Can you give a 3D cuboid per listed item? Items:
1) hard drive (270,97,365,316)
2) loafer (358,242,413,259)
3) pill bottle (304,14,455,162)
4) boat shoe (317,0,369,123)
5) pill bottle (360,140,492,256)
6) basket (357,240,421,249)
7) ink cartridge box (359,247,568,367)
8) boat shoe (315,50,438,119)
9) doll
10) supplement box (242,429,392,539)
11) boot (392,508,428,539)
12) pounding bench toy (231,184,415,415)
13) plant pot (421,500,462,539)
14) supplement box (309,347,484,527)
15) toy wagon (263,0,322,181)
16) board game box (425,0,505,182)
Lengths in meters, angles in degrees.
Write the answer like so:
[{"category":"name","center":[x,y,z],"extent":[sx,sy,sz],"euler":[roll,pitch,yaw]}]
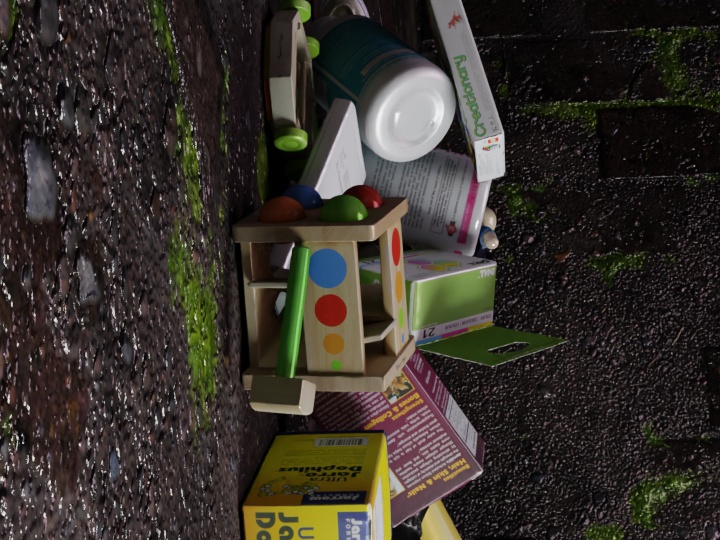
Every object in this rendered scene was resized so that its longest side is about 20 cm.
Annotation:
[{"category":"hard drive","center":[-0.041,-0.051,1.315],"extent":[0.132,0.026,0.201],"euler":[79,28,-57]},{"category":"loafer","center":[0.000,0.000,1.489],"extent":[0.075,0.070,0.200],"euler":[52,29,6]},{"category":"pill bottle","center":[0.008,-0.207,1.441],"extent":[0.200,0.110,0.111],"euler":[46,-29,45]},{"category":"boat shoe","center":[-0.019,-0.248,1.654],"extent":[0.062,0.071,0.201],"euler":[-85,174,-65]},{"category":"pill bottle","center":[0.045,-0.092,1.520],"extent":[0.113,0.199,0.114],"euler":[14,90,-86]},{"category":"basket","center":[0.022,-0.027,1.662],"extent":[0.136,0.179,0.201],"euler":[-31,114,-48]},{"category":"ink cartridge box","center":[0.101,0.035,1.398],"extent":[0.147,0.199,0.076],"euler":[-11,107,-48]},{"category":"boat shoe","center":[0.021,-0.214,1.564],"extent":[0.070,0.199,0.064],"euler":[7,82,-42]},{"category":"doll","center":[0.129,0.000,1.584],"extent":[0.137,0.048,0.201],"euler":[118,-5,-52]},{"category":"supplement box","center":[-0.033,0.223,1.181],"extent":[0.200,0.109,0.110],"euler":[-65,153,-79]},{"category":"boot","center":[0.068,0.318,1.630],"extent":[0.211,0.079,0.158],"euler":[45,51,-14]},{"category":"pounding bench toy","center":[-0.038,0.017,1.101],"extent":[0.200,0.123,0.157],"euler":[-43,131,-70]},{"category":"plant pot","center":[0.059,0.385,1.739],"extent":[0.201,0.200,0.190],"euler":[-38,109,-83]},{"category":"supplement box","center":[0.023,0.135,1.320],"extent":[0.200,0.110,0.086],"euler":[54,14,-6]},{"category":"toy wagon","center":[-0.064,-0.170,1.349],"extent":[0.200,0.039,0.156],"euler":[76,14,-67]},{"category":"board game box","center":[0.111,-0.209,1.432],"extent":[0.126,0.034,0.201],"euler":[68,6,-73]}]
